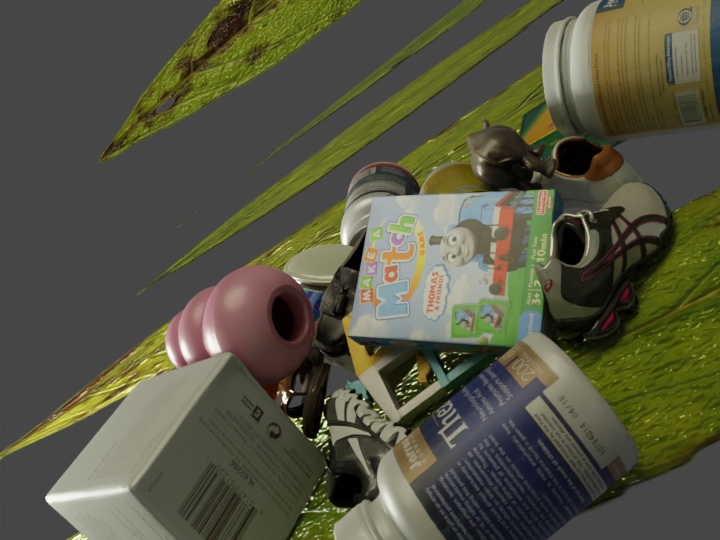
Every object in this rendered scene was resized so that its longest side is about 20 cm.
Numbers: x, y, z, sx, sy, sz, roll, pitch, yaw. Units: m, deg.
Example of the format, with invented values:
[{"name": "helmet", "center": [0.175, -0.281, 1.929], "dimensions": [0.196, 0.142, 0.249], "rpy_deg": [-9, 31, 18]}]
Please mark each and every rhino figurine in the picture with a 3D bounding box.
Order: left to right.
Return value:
[{"name": "rhino figurine", "center": [0.161, -0.133, 0.836], "dimensions": [0.201, 0.085, 0.061], "rpy_deg": [-76, 5, -71]}]

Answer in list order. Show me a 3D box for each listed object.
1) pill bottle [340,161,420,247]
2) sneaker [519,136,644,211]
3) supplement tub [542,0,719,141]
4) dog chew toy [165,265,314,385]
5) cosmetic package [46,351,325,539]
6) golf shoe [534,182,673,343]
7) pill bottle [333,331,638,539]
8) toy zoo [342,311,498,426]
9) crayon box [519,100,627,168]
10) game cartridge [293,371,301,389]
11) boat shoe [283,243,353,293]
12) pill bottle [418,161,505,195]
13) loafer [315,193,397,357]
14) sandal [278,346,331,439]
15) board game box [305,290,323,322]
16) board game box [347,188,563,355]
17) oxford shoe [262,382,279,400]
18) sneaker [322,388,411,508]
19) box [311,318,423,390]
[{"name": "pill bottle", "center": [0.031, -0.065, 1.039], "dimensions": [0.118, 0.120, 0.201], "rpy_deg": [-32, 21, 19]}, {"name": "sneaker", "center": [0.234, -0.117, 0.830], "dimensions": [0.073, 0.085, 0.199], "rpy_deg": [-45, 18, -10]}, {"name": "supplement tub", "center": [0.302, -0.213, 0.755], "dimensions": [0.196, 0.147, 0.146], "rpy_deg": [-1, 40, 36]}, {"name": "dog chew toy", "center": [-0.144, 0.069, 0.812], "dimensions": [0.197, 0.126, 0.125], "rpy_deg": [-16, 29, 39]}, {"name": "cosmetic package", "center": [-0.177, 0.215, 0.755], "dimensions": [0.198, 0.168, 0.168], "rpy_deg": [-20, 27, 43]}, {"name": "golf shoe", "center": [0.221, -0.029, 0.663], "dimensions": [0.076, 0.089, 0.201], "rpy_deg": [-18, 28, 49]}, {"name": "pill bottle", "center": [0.081, 0.147, 0.507], "dimensions": [0.199, 0.112, 0.111], "rpy_deg": [-40, 19, 1]}, {"name": "toy zoo", "center": [0.062, 0.063, 0.742], "dimensions": [0.198, 0.020, 0.133], "rpy_deg": [-37, 57, 12]}, {"name": "crayon box", "center": [0.298, -0.200, 0.923], "dimensions": [0.197, 0.059, 0.120], "rpy_deg": [-28, 23, 31]}, {"name": "game cartridge", "center": [-0.145, 0.112, 1.009], "dimensions": [0.198, 0.040, 0.136], "rpy_deg": [-27, 50, 46]}, {"name": "boat shoe", "center": [-0.002, 0.008, 0.922], "dimensions": [0.196, 0.061, 0.073], "rpy_deg": [-1, 44, 21]}, {"name": "pill bottle", "center": [0.125, -0.061, 0.867], "dimensions": [0.111, 0.113, 0.201], "rpy_deg": [-35, 20, 12]}, {"name": "loafer", "center": [0.000, 0.000, 0.841], "dimensions": [0.071, 0.063, 0.202], "rpy_deg": [16, 62, 33]}, {"name": "sandal", "center": [-0.066, 0.129, 0.832], "dimensions": [0.200, 0.053, 0.084], "rpy_deg": [-120, 40, -78]}, {"name": "board game box", "center": [-0.096, 0.050, 1.141], "dimensions": [0.197, 0.045, 0.153], "rpy_deg": [-23, 27, 40]}, {"name": "board game box", "center": [0.090, 0.001, 0.715], "dimensions": [0.196, 0.036, 0.155], "rpy_deg": [0, 70, 31]}, {"name": "oxford shoe", "center": [-0.136, 0.121, 0.906], "dimensions": [0.202, 0.071, 0.073], "rpy_deg": [-54, 39, -3]}, {"name": "sneaker", "center": [-0.006, 0.171, 0.684], "dimensions": [0.090, 0.067, 0.199], "rpy_deg": [-43, 21, -14]}, {"name": "box", "center": [0.003, 0.083, 0.879], "dimensions": [0.075, 0.050, 0.199], "rpy_deg": [-46, 19, -14]}]
